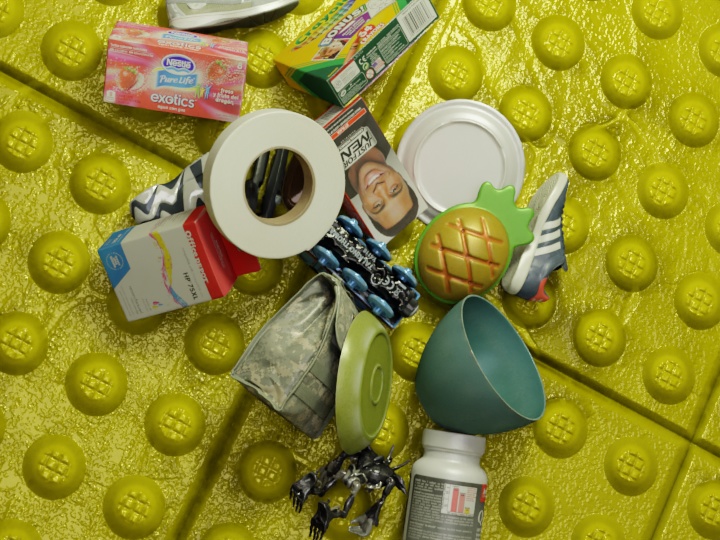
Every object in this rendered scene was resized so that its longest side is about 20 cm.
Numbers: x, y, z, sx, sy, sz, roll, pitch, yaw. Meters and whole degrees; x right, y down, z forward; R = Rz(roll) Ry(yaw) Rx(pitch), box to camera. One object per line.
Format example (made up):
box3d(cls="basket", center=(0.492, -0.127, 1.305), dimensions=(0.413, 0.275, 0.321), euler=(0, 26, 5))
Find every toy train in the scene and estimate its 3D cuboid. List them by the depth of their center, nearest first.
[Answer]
box3d(cls="toy train", center=(0.000, 0.000, 1.672), dimensions=(0.199, 0.114, 0.087), euler=(42, 73, -3))

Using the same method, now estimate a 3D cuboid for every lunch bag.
box3d(cls="lunch bag", center=(-0.065, 0.115, 1.615), dimensions=(0.117, 0.164, 0.201), euler=(30, 79, 24))

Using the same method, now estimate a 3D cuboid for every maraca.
box3d(cls="maraca", center=(0.169, -0.040, 1.701), dimensions=(0.200, 0.107, 0.137), euler=(-42, 99, 3))

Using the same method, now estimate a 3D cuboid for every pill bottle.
box3d(cls="pill bottle", center=(0.123, 0.337, 1.657), dimensions=(0.114, 0.116, 0.204), euler=(9, 83, -8))

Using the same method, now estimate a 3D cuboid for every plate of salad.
box3d(cls="plate of salad", center=(0.152, -0.158, 1.744), dimensions=(0.196, 0.048, 0.204), euler=(1, 100, 5))

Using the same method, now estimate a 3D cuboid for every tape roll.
box3d(cls="tape roll", center=(-0.116, -0.117, 1.560), dimensions=(0.199, 0.037, 0.207), euler=(-6, 105, -24))

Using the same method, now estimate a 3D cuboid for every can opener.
box3d(cls="can opener", center=(-0.138, -0.138, 1.692), dimensions=(0.062, 0.079, 0.203), euler=(20, 71, -5))

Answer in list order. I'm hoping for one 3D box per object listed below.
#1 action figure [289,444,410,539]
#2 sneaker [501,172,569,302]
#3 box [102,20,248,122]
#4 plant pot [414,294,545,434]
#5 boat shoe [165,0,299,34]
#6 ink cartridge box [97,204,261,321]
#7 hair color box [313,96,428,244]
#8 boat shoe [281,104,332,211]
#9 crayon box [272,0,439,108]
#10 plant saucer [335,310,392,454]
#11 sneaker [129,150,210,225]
box3d(cls="action figure", center=(-0.016, 0.314, 1.645), dimensions=(0.198, 0.103, 0.119), euler=(-14, 52, -48))
box3d(cls="sneaker", center=(0.289, -0.046, 1.752), dimensions=(0.083, 0.075, 0.203), euler=(24, 86, -13))
box3d(cls="box", center=(-0.264, -0.288, 1.651), dimensions=(0.196, 0.103, 0.096), euler=(8, 115, -8))
box3d(cls="plant pot", center=(0.157, 0.157, 1.661), dimensions=(0.134, 0.200, 0.202), euler=(-34, 90, 25))
box3d(cls="boat shoe", center=(-0.191, -0.397, 1.705), dimensions=(0.198, 0.074, 0.066), euler=(-12, 90, -4))
box3d(cls="ink cartridge box", center=(-0.251, -0.014, 1.598), dimensions=(0.197, 0.067, 0.118), euler=(-15, 110, 18))
box3d(cls="hair color box", center=(0.004, -0.144, 1.666), dimensions=(0.101, 0.061, 0.201), euler=(-40, 117, -12))
box3d(cls="boat shoe", center=(-0.056, -0.177, 1.705), dimensions=(0.071, 0.068, 0.202), euler=(31, 80, -5))
box3d(cls="crayon box", center=(-0.009, -0.340, 1.678), dimensions=(0.200, 0.172, 0.059), euler=(-44, 126, -11))
box3d(cls="plant saucer", center=(0.011, 0.160, 1.618), dimensions=(0.030, 0.200, 0.204), euler=(5, 82, 17))
box3d(cls="sneaker", center=(-0.224, -0.090, 1.663), dimensions=(0.197, 0.079, 0.131), euler=(-31, 92, -12))
